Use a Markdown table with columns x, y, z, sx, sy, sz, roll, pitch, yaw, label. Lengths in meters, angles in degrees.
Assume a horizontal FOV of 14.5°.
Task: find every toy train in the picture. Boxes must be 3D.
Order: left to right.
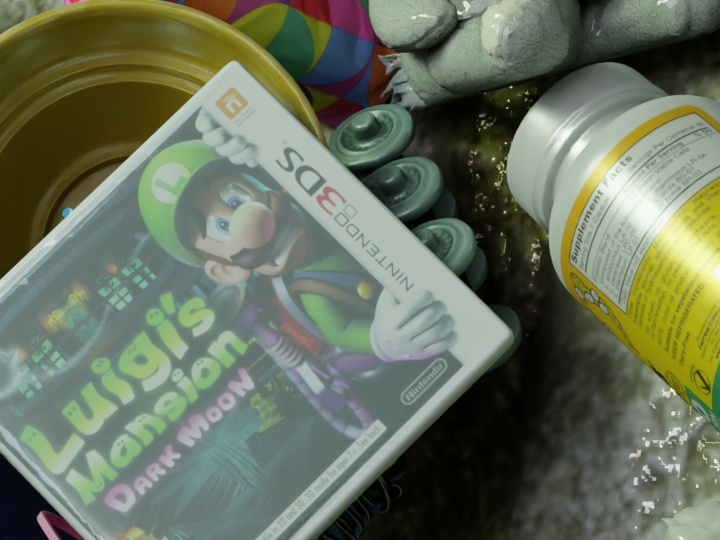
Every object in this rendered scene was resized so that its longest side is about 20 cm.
| x | y | z | sx | sy | sz | roll | pitch | yaw | label |
| --- | --- | --- | --- | --- | --- | --- | --- | --- | --- |
| 0.000 | 0.000 | 1.362 | 0.114 | 0.085 | 0.200 | -28 | 37 | 2 | toy train |

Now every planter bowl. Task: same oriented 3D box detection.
| x | y | z | sx | sy | sz | roll | pitch | yaw | label |
| --- | --- | --- | --- | --- | --- | --- | --- | --- | --- |
| -0.110 | -0.020 | 1.331 | 0.200 | 0.083 | 0.201 | 0 | 77 | 0 | planter bowl |

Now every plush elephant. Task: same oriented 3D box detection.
| x | y | z | sx | sy | sz | roll | pitch | yaw | label |
| --- | --- | --- | --- | --- | --- | --- | --- | --- | --- |
| 0.059 | -0.166 | 1.371 | 0.200 | 0.164 | 0.155 | -12 | 93 | 55 | plush elephant |

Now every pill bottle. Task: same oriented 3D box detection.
| x | y | z | sx | sy | sz | roll | pitch | yaw | label |
| --- | --- | --- | --- | --- | --- | --- | --- | --- | --- |
| 0.154 | -0.008 | 1.264 | 0.113 | 0.113 | 0.200 | -50 | 50 | 6 | pill bottle |

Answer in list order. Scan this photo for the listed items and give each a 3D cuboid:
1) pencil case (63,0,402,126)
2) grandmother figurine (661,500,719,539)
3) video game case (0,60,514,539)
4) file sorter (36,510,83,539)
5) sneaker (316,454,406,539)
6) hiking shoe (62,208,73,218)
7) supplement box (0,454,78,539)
| x | y | z | sx | sy | sz | roll | pitch | yaw | label |
| --- | --- | --- | --- | --- | --- | --- | --- | --- | --- |
| -0.061 | -0.135 | 1.422 | 0.088 | 0.200 | 0.089 | -14 | 67 | 36 | pencil case |
| 0.106 | 0.177 | 1.254 | 0.200 | 0.061 | 0.121 | -45 | 78 | 7 | grandmother figurine |
| -0.064 | 0.036 | 1.263 | 0.200 | 0.023 | 0.182 | -44 | 80 | -8 | video game case |
| -0.145 | 0.235 | 1.331 | 0.200 | 0.125 | 0.139 | -55 | 24 | 2 | file sorter |
| -0.023 | 0.103 | 1.345 | 0.089 | 0.079 | 0.200 | -24 | 37 | 7 | sneaker |
| -0.125 | 0.011 | 1.415 | 0.086 | 0.074 | 0.201 | 12 | 76 | 23 | hiking shoe |
| -0.240 | 0.178 | 1.462 | 0.200 | 0.109 | 0.110 | -31 | 50 | 22 | supplement box |
